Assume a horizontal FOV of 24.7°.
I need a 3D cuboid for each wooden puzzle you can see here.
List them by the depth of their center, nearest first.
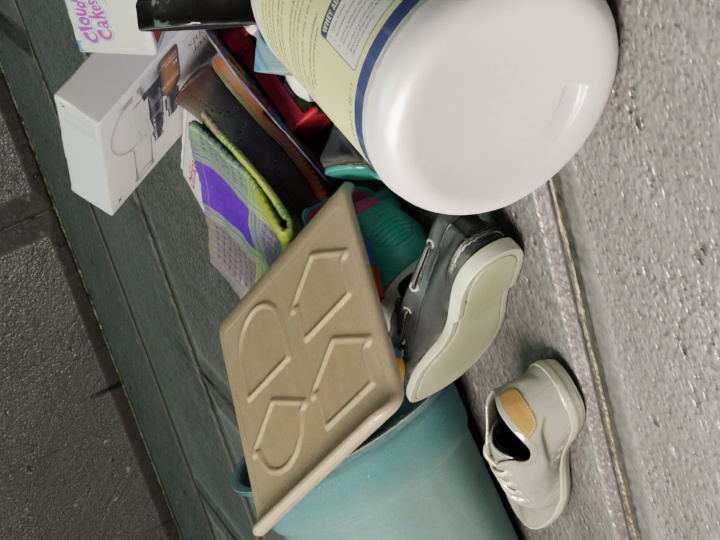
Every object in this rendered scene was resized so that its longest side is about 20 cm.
[{"bbox_3d":[-0.031,0.066,1.183,0.185,0.046,0.201,-46,42,39],"label":"wooden puzzle"}]

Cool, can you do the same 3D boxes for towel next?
[{"bbox_3d":[-0.090,-0.024,1.337,0.144,0.023,0.200,50,160,25],"label":"towel"}]

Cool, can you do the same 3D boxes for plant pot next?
[{"bbox_3d":[0.031,0.199,1.313,0.197,0.200,0.200,59,166,-11],"label":"plant pot"}]

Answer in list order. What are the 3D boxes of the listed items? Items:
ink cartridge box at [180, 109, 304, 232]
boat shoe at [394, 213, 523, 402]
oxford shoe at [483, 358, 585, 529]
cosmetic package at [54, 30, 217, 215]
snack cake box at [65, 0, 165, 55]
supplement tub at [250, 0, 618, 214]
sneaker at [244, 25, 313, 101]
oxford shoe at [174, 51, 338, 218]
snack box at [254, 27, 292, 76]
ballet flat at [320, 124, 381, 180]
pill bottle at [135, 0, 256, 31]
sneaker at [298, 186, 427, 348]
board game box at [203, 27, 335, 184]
[{"bbox_3d":[-0.078,-0.052,1.465,0.201,0.083,0.147,61,163,16],"label":"ink cartridge box"},{"bbox_3d":[0.056,0.021,1.141,0.066,0.074,0.200,52,158,21],"label":"boat shoe"},{"bbox_3d":[0.113,0.128,1.155,0.075,0.058,0.200,55,163,26],"label":"oxford shoe"},{"bbox_3d":[-0.177,-0.165,1.415,0.052,0.200,0.151,32,155,10],"label":"cosmetic package"},{"bbox_3d":[-0.179,-0.277,1.302,0.115,0.067,0.201,83,-166,-45],"label":"snack cake box"},{"bbox_3d":[0.028,-0.140,0.876,0.200,0.144,0.146,51,159,42],"label":"supplement tub"},{"bbox_3d":[-0.097,-0.205,1.226,0.073,0.114,0.201,31,-143,-84],"label":"sneaker"},{"bbox_3d":[-0.077,-0.087,1.372,0.200,0.073,0.071,54,-172,5],"label":"oxford shoe"},{"bbox_3d":[-0.022,-0.187,1.084,0.200,0.037,0.117,-162,77,-69],"label":"snack box"},{"bbox_3d":[0.017,-0.095,1.141,0.200,0.073,0.073,-162,50,-77],"label":"ballet flat"},{"bbox_3d":[-0.119,-0.268,1.132,0.112,0.111,0.201,-165,70,-70],"label":"pill bottle"},{"bbox_3d":[0.000,0.000,1.278,0.121,0.083,0.200,56,155,15],"label":"sneaker"},{"bbox_3d":[-0.066,-0.159,1.314,0.200,0.039,0.158,48,-172,-35],"label":"board game box"}]
